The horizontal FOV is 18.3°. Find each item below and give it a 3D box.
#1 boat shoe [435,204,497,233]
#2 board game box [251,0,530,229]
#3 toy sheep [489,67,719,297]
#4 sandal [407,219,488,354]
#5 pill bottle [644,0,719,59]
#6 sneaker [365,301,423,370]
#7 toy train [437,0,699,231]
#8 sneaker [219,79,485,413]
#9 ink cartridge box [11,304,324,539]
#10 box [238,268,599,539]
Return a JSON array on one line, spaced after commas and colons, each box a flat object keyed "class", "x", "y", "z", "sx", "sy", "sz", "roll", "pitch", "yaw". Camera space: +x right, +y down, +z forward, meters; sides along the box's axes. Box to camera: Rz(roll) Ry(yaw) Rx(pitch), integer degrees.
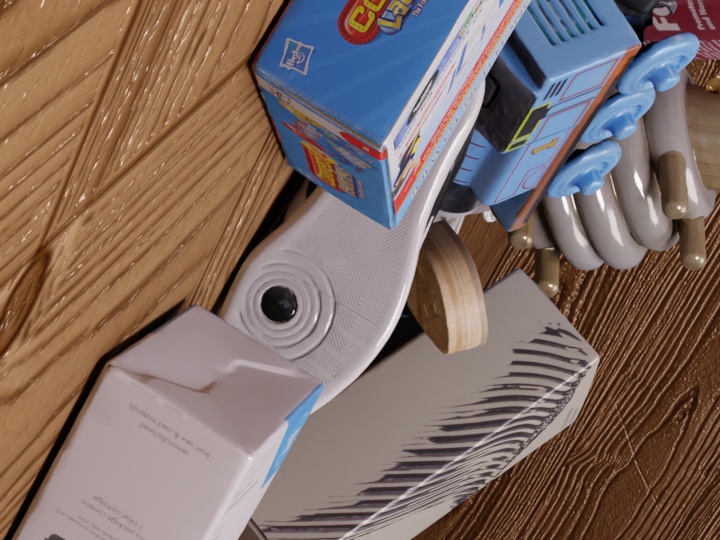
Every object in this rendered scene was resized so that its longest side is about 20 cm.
[{"class": "boat shoe", "x": 0.072, "y": -0.057, "z": 1.399, "sx": 0.202, "sy": 0.086, "sz": 0.075, "roll": -62, "pitch": 174, "yaw": 30}, {"class": "board game box", "x": 0.038, "y": -0.126, "z": 0.862, "sx": 0.200, "sy": 0.056, "sz": 0.196, "roll": -59, "pitch": 175, "yaw": -6}, {"class": "toy sheep", "x": 0.138, "y": -0.060, "z": 1.304, "sx": 0.138, "sy": 0.199, "sz": 0.139, "roll": -8, "pitch": 90, "yaw": -74}, {"class": "sandal", "x": -0.001, "y": -0.006, "z": 1.124, "sx": 0.212, "sy": 0.069, "sz": 0.078, "roll": -134, "pitch": -148, "yaw": -69}, {"class": "pill bottle", "x": 0.197, "y": -0.178, "z": 1.292, "sx": 0.200, "sy": 0.114, "sz": 0.114, "roll": 7, "pitch": -121, "yaw": 52}, {"class": "sneaker", "x": -0.030, "y": 0.053, "z": 1.174, "sx": 0.200, "sy": 0.079, "sz": 0.075, "roll": -17, "pitch": 149, "yaw": -52}, {"class": "toy train", "x": 0.086, "y": -0.090, "z": 1.117, "sx": 0.114, "sy": 0.087, "sz": 0.200, "roll": -21, "pitch": 161, "yaw": -25}, {"class": "sneaker", "x": 0.002, "y": -0.018, "z": 1.034, "sx": 0.200, "sy": 0.073, "sz": 0.112, "roll": -60, "pitch": 176, "yaw": 4}, {"class": "ink cartridge box", "x": -0.099, "y": 0.123, "z": 0.882, "sx": 0.200, "sy": 0.067, "sz": 0.116, "roll": -61, "pitch": 174, "yaw": 16}, {"class": "box", "x": 0.022, "y": 0.088, "z": 1.127, "sx": 0.200, "sy": 0.068, "sz": 0.082, "roll": -34, "pitch": 159, "yaw": -20}]
